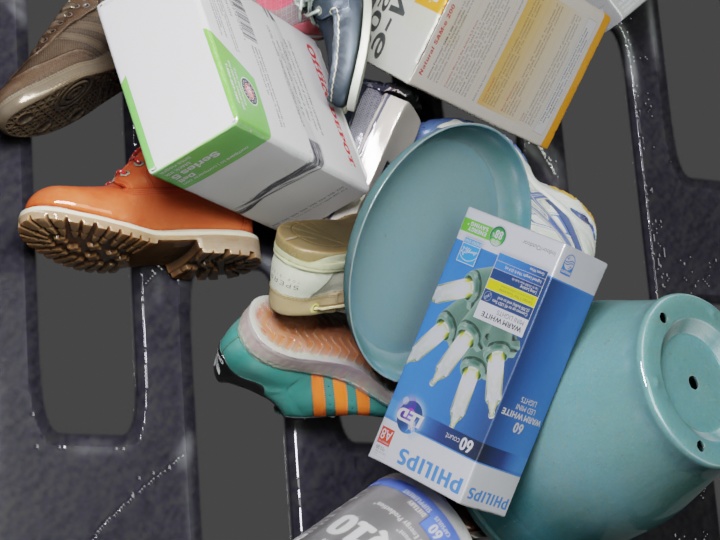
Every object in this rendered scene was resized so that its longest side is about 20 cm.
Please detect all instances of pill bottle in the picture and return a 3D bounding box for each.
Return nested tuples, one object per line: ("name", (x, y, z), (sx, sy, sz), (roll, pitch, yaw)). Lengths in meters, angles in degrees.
("pill bottle", (-0.017, 0.244, 1.554), (0.199, 0.114, 0.114), (-32, 92, -34))

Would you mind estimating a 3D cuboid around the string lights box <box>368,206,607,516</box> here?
("string lights box", (0.093, 0.067, 1.558), (0.059, 0.102, 0.202), (22, 90, -46))

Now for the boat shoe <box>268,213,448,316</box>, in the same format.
("boat shoe", (0.000, 0.000, 1.607), (0.199, 0.074, 0.067), (0, 117, -48))

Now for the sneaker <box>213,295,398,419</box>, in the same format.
("sneaker", (-0.021, 0.079, 1.628), (0.199, 0.080, 0.072), (22, 47, -27))

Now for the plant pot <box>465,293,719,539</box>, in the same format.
("plant pot", (0.196, 0.111, 1.613), (0.199, 0.187, 0.202), (18, 60, -35))

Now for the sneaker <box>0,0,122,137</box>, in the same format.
("sneaker", (-0.213, -0.168, 1.604), (0.199, 0.071, 0.076), (-33, 76, -39))

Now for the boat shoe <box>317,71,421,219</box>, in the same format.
("boat shoe", (-0.031, -0.064, 1.678), (0.092, 0.075, 0.201), (22, 79, 21))

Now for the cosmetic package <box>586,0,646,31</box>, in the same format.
("cosmetic package", (0.181, -0.309, 1.864), (0.107, 0.090, 0.201), (-38, 93, -33))

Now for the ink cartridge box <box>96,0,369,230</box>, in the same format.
("ink cartridge box", (-0.091, -0.125, 1.570), (0.200, 0.084, 0.147), (25, 40, -59))

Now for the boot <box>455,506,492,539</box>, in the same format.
("boot", (0.096, 0.110, 1.692), (0.186, 0.064, 0.202), (-14, 86, -47))

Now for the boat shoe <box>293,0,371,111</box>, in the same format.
("boat shoe", (-0.020, -0.220, 1.629), (0.061, 0.075, 0.202), (5, 76, -9))

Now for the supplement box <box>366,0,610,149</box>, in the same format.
("supplement box", (0.100, -0.191, 1.714), (0.199, 0.073, 0.127), (21, 98, -49))

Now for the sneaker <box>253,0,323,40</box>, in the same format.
("sneaker", (-0.077, -0.245, 1.667), (0.199, 0.087, 0.074), (23, 40, -32))

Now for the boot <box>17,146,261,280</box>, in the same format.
("boot", (-0.170, -0.055, 1.585), (0.199, 0.075, 0.108), (5, 69, -38))

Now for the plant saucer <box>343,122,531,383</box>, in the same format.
("plant saucer", (0.053, -0.015, 1.579), (0.199, 0.027, 0.202), (-22, 122, -40))

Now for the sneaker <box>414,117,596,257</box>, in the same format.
("sneaker", (0.115, -0.048, 1.735), (0.199, 0.075, 0.089), (31, 42, -19))
